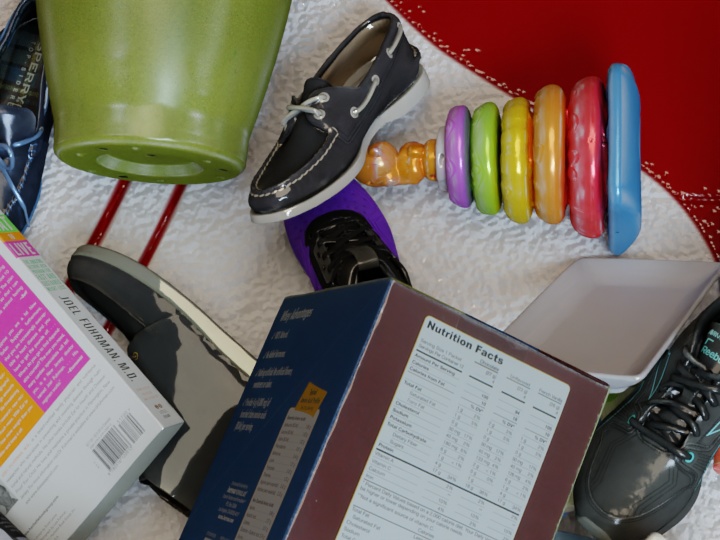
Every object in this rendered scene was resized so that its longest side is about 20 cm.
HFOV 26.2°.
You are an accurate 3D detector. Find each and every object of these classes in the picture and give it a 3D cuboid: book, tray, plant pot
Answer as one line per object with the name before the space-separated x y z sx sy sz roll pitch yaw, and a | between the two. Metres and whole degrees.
book | -0.220 0.070 0.990 0.200 0.048 0.134 47 111 15
tray | 0.156 0.034 0.973 0.107 0.200 0.022 1 110 28
plant pot | -0.135 -0.164 1.047 0.199 0.200 0.194 3 81 1

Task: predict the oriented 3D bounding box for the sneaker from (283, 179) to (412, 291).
sneaker | 0.001 0.000 1.019 0.069 0.100 0.201 -20 67 -7

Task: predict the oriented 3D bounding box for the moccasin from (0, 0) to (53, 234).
moccasin | -0.256 -0.103 1.077 0.080 0.068 0.201 7 70 3

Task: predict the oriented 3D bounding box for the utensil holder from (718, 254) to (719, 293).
utensil holder | 0.329 -0.023 0.975 0.169 0.200 0.171 0 70 1

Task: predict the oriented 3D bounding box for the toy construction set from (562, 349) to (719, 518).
toy construction set | 0.215 0.123 0.978 0.199 0.092 0.132 17 56 2

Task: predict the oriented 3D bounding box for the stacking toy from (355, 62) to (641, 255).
stacking toy | 0.091 -0.075 1.054 0.199 0.116 0.110 -1 71 10

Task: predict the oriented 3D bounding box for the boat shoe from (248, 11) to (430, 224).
boat shoe | -0.019 -0.105 1.041 0.074 0.061 0.200 2 38 40

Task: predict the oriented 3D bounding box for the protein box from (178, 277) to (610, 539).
protein box | 0.003 0.126 0.842 0.134 0.198 0.201 27 78 -15

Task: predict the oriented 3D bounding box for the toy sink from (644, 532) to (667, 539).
toy sink | 0.124 0.258 0.849 0.112 0.130 0.200 41 76 14

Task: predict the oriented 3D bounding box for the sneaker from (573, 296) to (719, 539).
sneaker | 0.191 0.075 0.917 0.075 0.079 0.200 31 63 22

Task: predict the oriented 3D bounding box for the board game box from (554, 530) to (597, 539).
board game box | 0.101 0.260 0.947 0.199 0.056 0.197 12 70 5

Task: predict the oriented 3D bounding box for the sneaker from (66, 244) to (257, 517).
sneaker | -0.137 0.073 1.008 0.200 0.075 0.106 37 74 12

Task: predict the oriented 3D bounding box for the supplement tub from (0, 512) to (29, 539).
supplement tub | -0.274 0.182 0.943 0.200 0.123 0.123 40 75 14
